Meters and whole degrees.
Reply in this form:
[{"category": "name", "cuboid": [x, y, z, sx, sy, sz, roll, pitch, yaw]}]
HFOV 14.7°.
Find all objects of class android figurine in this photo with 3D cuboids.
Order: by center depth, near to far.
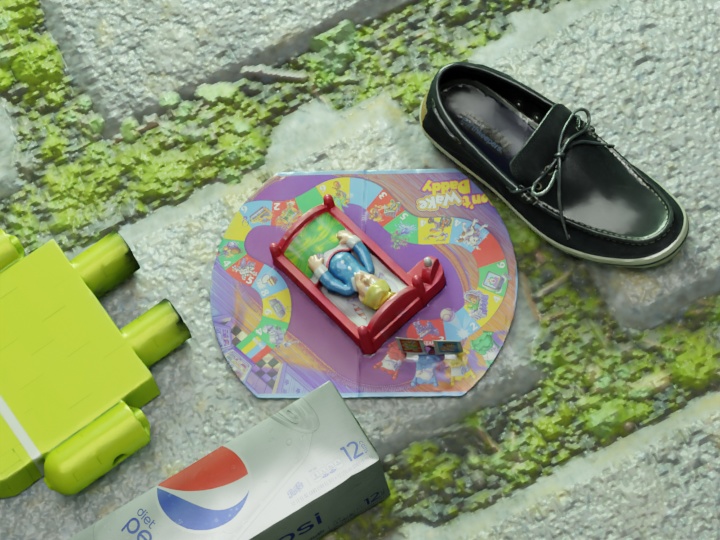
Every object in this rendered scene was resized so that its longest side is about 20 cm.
[{"category": "android figurine", "cuboid": [-0.213, 0.062, 1.775, 0.199, 0.041, 0.182, -32, 67, -10]}]

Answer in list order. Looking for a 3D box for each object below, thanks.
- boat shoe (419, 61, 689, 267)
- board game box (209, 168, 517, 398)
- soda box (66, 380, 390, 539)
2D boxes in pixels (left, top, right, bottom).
[{"category": "boat shoe", "cuboid": [0.121, -0.069, 1.781, 0.199, 0.062, 0.075, 35, 73, 18]}, {"category": "board game box", "cuboid": [0.000, 0.000, 1.775, 0.198, 0.039, 0.159, 0, 67, 6]}, {"category": "soda box", "cuboid": [-0.083, 0.152, 1.704, 0.199, 0.068, 0.064, -31, 66, -6]}]
